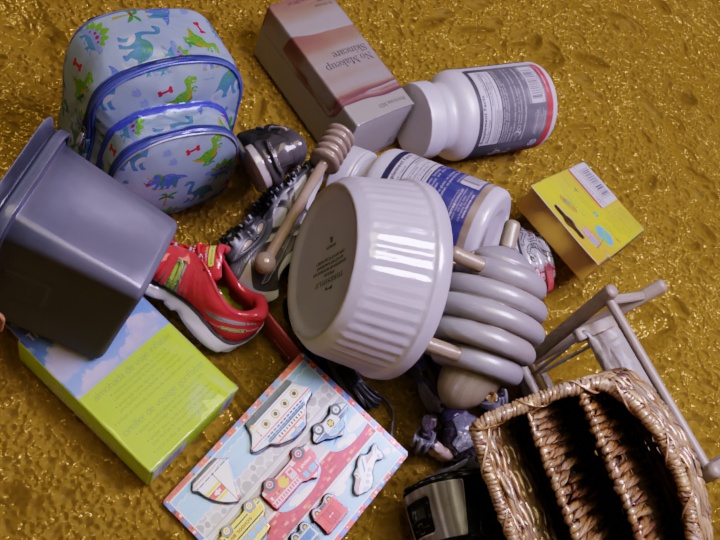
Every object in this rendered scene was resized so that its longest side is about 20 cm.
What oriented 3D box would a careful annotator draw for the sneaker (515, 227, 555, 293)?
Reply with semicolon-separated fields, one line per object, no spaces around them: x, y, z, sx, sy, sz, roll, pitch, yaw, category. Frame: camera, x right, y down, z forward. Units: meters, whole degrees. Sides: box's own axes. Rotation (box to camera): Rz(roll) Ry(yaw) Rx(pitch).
0.184;0.029;0.984;0.106;0.067;0.204;11;55;-13;sneaker

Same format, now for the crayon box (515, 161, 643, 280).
0.277;-0.064;1.046;0.127;0.051;0.199;51;34;11;crayon box

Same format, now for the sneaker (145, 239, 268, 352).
-0.171;-0.008;0.825;0.200;0.085;0.077;43;29;-19;sneaker

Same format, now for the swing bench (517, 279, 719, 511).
0.260;0.147;0.857;0.129;0.200;0.201;-2;59;-46;swing bench

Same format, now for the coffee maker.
0.138;0.301;0.787;0.191;0.134;0.203;22;52;-41;coffee maker

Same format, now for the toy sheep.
0.124;0.043;0.830;0.136;0.138;0.203;20;85;-9;toy sheep

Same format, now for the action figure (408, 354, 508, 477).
0.091;0.138;0.884;0.129;0.069;0.202;-20;74;-40;action figure

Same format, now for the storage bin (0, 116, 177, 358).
-0.252;-0.003;0.702;0.133;0.200;0.147;29;53;-14;storage bin

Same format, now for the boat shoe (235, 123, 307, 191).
-0.098;-0.125;0.896;0.056;0.200;0.068;-26;106;-8;boat shoe

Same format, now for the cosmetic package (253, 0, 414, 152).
-0.036;-0.245;1.043;0.103;0.087;0.201;-28;74;-33;cosmetic package

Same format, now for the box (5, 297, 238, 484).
-0.231;0.091;0.794;0.200;0.048;0.122;42;54;7;box

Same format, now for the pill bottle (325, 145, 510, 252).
0.062;-0.072;0.943;0.198;0.112;0.111;24;52;22;pill bottle

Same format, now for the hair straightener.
-0.021;0.105;0.872;0.077;0.041;0.200;-33;74;-34;hair straightener

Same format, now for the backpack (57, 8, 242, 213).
-0.208;-0.156;0.847;0.181;0.201;0.148;-17;63;-29;backpack

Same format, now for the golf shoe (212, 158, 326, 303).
-0.084;-0.046;0.928;0.095;0.077;0.201;47;54;-14;golf shoe

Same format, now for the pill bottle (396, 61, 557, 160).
0.149;-0.207;1.079;0.197;0.116;0.117;-12;66;-27;pill bottle

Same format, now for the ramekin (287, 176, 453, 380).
0.000;0.000;0.817;0.093;0.202;0.205;13;57;-26;ramekin

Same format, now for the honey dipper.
-0.063;-0.078;0.885;0.038;0.038;0.202;30;59;-2;honey dipper

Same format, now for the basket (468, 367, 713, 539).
0.210;0.195;0.711;0.148;0.142;0.203;1;67;-53;basket

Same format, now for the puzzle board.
-0.067;0.199;0.794;0.150;0.017;0.200;42;65;5;puzzle board
